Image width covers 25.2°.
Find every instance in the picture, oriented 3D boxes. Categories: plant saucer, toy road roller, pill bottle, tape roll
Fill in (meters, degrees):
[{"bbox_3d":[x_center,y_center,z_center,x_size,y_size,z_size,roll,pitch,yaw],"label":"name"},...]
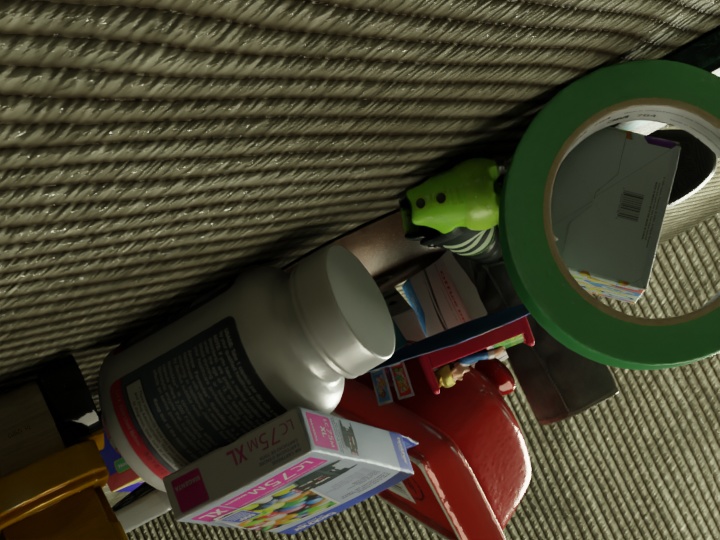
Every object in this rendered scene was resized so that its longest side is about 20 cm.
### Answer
[{"bbox_3d":[0.000,0.000,1.317,0.198,0.037,0.200,-26,172,-4],"label":"plant saucer"},{"bbox_3d":[-0.235,0.162,1.175,0.122,0.147,0.200,-24,173,-14],"label":"toy road roller"},{"bbox_3d":[-0.080,0.068,1.162,0.199,0.121,0.119,-29,172,21],"label":"pill bottle"},{"bbox_3d":[0.191,-0.036,1.070,0.199,0.202,0.048,-26,173,-2],"label":"tape roll"}]

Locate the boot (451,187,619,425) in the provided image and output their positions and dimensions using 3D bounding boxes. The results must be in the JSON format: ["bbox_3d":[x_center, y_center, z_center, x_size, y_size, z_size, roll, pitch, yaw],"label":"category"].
[{"bbox_3d":[0.161,0.023,1.385,0.072,0.202,0.182,-21,171,-29],"label":"boot"}]

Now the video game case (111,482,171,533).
[{"bbox_3d":[-0.142,0.168,1.397,0.181,0.023,0.200,-36,-178,-34],"label":"video game case"}]

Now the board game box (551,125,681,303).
[{"bbox_3d":[0.172,-0.042,1.204,0.102,0.106,0.200,14,177,9],"label":"board game box"}]

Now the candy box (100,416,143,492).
[{"bbox_3d":[-0.178,0.157,1.630,0.167,0.078,0.200,-25,172,-4],"label":"candy box"}]

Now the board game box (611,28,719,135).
[{"bbox_3d":[0.269,-0.155,1.200,0.198,0.028,0.135,-28,172,15],"label":"board game box"}]

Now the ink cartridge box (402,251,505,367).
[{"bbox_3d":[0.111,0.030,1.543,0.067,0.117,0.200,-25,172,-16],"label":"ink cartridge box"}]

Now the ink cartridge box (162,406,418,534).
[{"bbox_3d":[-0.041,0.152,1.183,0.118,0.042,0.199,-29,159,19],"label":"ink cartridge box"}]

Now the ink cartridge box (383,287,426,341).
[{"bbox_3d":[-0.001,0.072,1.580,0.115,0.069,0.200,-25,-170,-3],"label":"ink cartridge box"}]

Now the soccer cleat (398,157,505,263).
[{"bbox_3d":[0.071,-0.043,1.194,0.080,0.068,0.200,-12,170,4],"label":"soccer cleat"}]

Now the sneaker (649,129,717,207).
[{"bbox_3d":[0.252,-0.071,1.500,0.198,0.085,0.120,-21,171,28],"label":"sneaker"}]

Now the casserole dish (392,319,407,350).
[{"bbox_3d":[-0.040,0.060,1.407,0.120,0.039,0.199,-19,-171,-22],"label":"casserole dish"}]

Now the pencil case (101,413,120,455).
[{"bbox_3d":[-0.158,0.112,1.350,0.082,0.087,0.200,-30,178,-26],"label":"pencil case"}]

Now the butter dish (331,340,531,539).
[{"bbox_3d":[0.080,0.136,1.431,0.148,0.201,0.198,-45,-138,-20],"label":"butter dish"}]

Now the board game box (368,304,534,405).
[{"bbox_3d":[0.089,0.068,1.316,0.157,0.039,0.199,-21,-179,-45],"label":"board game box"}]
